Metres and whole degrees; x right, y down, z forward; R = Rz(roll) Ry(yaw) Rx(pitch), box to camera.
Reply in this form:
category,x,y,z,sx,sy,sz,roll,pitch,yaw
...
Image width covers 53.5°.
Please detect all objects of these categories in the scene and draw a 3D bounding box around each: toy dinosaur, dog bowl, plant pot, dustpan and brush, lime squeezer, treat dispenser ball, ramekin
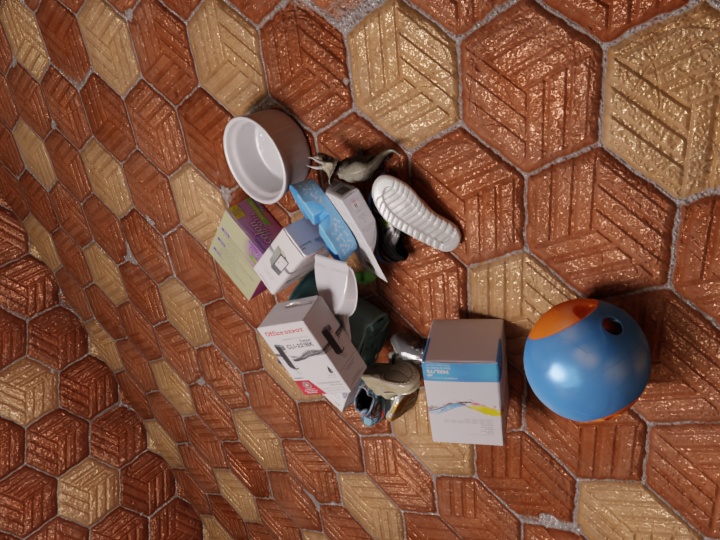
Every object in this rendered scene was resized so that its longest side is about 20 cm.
category,x,y,z,sx,sy,sz,roll,pitch,yaw
toy dinosaur,-0.001,-0.200,1.402,0.199,0.102,0.077,13,126,43
dog bowl,-0.075,-0.107,1.490,0.200,0.049,0.112,55,171,10
plant pot,-0.051,0.126,1.637,0.195,0.200,0.201,25,134,23
dustpan and brush,-0.043,0.071,1.506,0.139,0.057,0.201,17,108,55
lime squeezer,0.000,0.000,1.602,0.071,0.038,0.200,55,143,1
treat dispenser ball,0.371,0.147,1.173,0.200,0.201,0.202,27,134,32
ramekin,-0.203,-0.258,1.583,0.200,0.098,0.201,27,134,32

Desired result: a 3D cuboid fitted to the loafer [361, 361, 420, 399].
category,x,y,z,sx,sy,sz,roll,pitch,yaw
loafer,0.075,0.246,1.578,0.068,0.076,0.200,58,156,-14

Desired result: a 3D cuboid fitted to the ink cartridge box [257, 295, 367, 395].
category,x,y,z,sx,sy,sz,roll,pitch,yaw
ink cartridge box,-0.102,0.162,1.513,0.144,0.084,0.201,-12,119,40

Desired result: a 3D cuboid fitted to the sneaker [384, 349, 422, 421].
category,x,y,z,sx,sy,sz,roll,pitch,yaw
sneaker,0.086,0.267,1.687,0.088,0.075,0.201,39,131,31

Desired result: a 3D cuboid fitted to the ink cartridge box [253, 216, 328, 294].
category,x,y,z,sx,sy,sz,roll,pitch,yaw
ink cartridge box,-0.136,-0.046,1.626,0.084,0.145,0.200,53,142,6

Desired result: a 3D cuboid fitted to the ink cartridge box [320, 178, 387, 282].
category,x,y,z,sx,sy,sz,roll,pitch,yaw
ink cartridge box,-0.001,-0.086,1.470,0.200,0.057,0.162,56,172,-22

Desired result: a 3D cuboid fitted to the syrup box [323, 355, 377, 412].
category,x,y,z,sx,sy,sz,roll,pitch,yaw
syrup box,-0.029,0.257,1.787,0.079,0.081,0.201,41,141,21

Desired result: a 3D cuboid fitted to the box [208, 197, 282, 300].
category,x,y,z,sx,sy,sz,roll,pitch,yaw
box,-0.277,-0.055,1.814,0.176,0.097,0.200,49,143,9

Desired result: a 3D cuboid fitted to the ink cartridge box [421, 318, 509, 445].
category,x,y,z,sx,sy,sz,roll,pitch,yaw
ink cartridge box,0.212,0.219,1.406,0.145,0.147,0.201,-1,119,17

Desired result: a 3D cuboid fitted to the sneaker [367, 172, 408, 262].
category,x,y,z,sx,sy,sz,roll,pitch,yaw
sneaker,0.064,-0.106,1.441,0.082,0.071,0.201,7,123,25

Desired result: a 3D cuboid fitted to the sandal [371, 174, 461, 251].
category,x,y,z,sx,sy,sz,roll,pitch,yaw
sandal,0.105,-0.108,1.381,0.202,0.050,0.083,40,115,-4

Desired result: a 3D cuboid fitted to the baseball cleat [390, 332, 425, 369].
category,x,y,z,sx,sy,sz,roll,pitch,yaw
baseball cleat,0.159,0.184,1.556,0.200,0.070,0.107,39,126,13

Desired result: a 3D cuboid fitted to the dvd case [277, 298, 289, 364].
category,x,y,z,sx,sy,sz,roll,pitch,yaw
dvd case,-0.146,0.108,1.708,0.016,0.200,0.149,17,130,22

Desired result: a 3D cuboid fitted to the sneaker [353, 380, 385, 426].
category,x,y,z,sx,sy,sz,roll,pitch,yaw
sneaker,0.013,0.327,1.780,0.079,0.095,0.201,33,137,27
